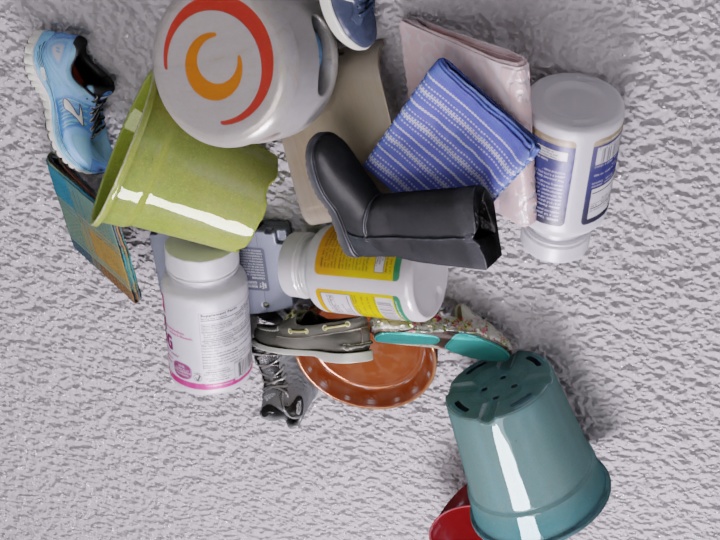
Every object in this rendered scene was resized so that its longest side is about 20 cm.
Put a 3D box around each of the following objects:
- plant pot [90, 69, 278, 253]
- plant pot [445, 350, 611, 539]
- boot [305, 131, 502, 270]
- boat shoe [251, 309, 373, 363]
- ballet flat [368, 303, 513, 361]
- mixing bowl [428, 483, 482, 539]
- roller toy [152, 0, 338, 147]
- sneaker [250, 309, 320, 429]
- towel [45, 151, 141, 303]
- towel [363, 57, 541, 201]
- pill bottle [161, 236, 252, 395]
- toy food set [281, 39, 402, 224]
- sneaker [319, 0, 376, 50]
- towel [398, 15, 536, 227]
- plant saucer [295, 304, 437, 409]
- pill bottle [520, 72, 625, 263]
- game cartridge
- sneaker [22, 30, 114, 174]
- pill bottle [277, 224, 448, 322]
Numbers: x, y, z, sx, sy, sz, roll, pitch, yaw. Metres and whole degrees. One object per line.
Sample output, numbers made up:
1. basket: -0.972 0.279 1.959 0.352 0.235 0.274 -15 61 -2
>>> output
1. plant pot: -0.206 -0.115 1.633 0.183 0.202 0.201 22 136 -16
2. plant pot: 0.209 0.227 1.777 0.198 0.201 0.198 -8 120 27
3. boot: 0.048 -0.079 1.471 0.199 0.066 0.166 7 135 41
4. boat shoe: -0.064 0.081 1.760 0.200 0.072 0.061 4 98 41
5. ballet flat: 0.107 0.069 1.741 0.198 0.065 0.076 11 154 -16
6. mixing bowl: 0.207 0.366 1.951 0.198 0.109 0.202 11 133 12
7. roller toy: -0.124 -0.230 1.486 0.182 0.140 0.200 45 115 11
8. sneaker: -0.119 0.139 1.864 0.074 0.116 0.201 -10 126 28
9. towel: -0.351 -0.055 1.779 0.146 0.022 0.201 40 155 25
10. towel: 0.094 -0.123 1.456 0.145 0.024 0.200 42 139 3
11. pill bottle: -0.200 0.050 1.749 0.112 0.114 0.202 8 122 14
12. toy food set: -0.015 -0.156 1.571 0.142 0.060 0.202 -8 108 24
13. sneaker: -0.001 -0.325 1.424 0.084 0.075 0.201 1 131 26
14. towel: 0.121 -0.167 1.481 0.190 0.032 0.202 34 144 43
15. plant saucer: 0.008 0.107 1.835 0.198 0.032 0.202 8 130 9
16. pill bottle: 0.228 -0.109 1.507 0.110 0.112 0.201 12 134 11
17. game cartridge: -0.181 -0.007 1.797 0.198 0.042 0.134 5 126 17
18. sneaker: -0.344 -0.204 1.667 0.089 0.079 0.201 -2 130 19
19. pill bottle: 0.000 0.000 1.686 0.198 0.113 0.114 5 133 29
